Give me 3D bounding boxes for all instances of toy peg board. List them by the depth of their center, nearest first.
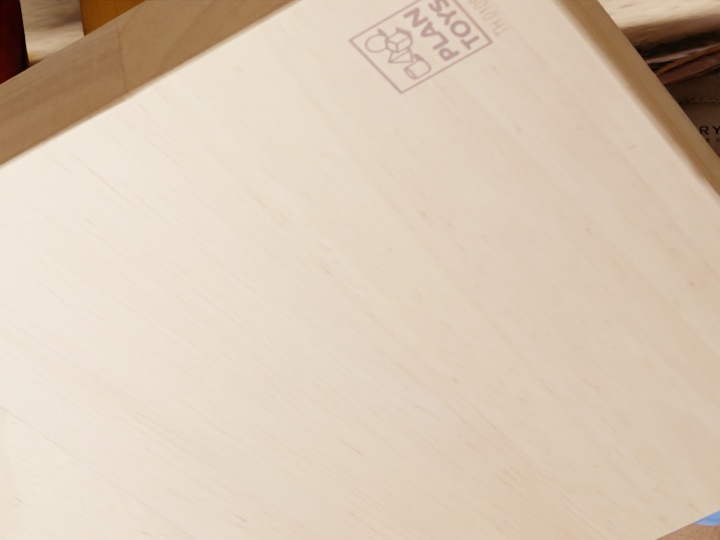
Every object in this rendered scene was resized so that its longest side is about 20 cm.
[{"bbox_3d":[-0.025,-0.006,0.491,0.198,0.098,0.200,-28,141,17],"label":"toy peg board"}]

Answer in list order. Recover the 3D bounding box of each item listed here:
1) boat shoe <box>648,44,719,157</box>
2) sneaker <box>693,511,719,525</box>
[{"bbox_3d":[0.168,-0.054,0.755,0.198,0.073,0.072,-4,175,9],"label":"boat shoe"},{"bbox_3d":[0.091,0.064,0.746,0.111,0.077,0.200,-26,-174,-3],"label":"sneaker"}]
